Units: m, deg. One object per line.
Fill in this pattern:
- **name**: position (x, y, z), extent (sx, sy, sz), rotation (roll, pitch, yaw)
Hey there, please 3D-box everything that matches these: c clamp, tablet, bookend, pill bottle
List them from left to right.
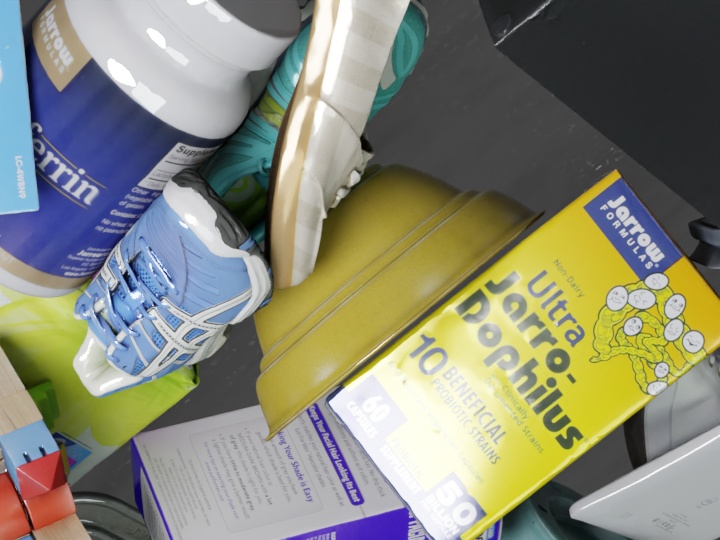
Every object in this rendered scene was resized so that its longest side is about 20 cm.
- **c clamp**: position (-0.168, 0.224, 1.406), extent (0.171, 0.027, 0.200), rotation (-36, 126, 21)
- **pill bottle**: position (-0.128, -0.088, 1.094), extent (0.116, 0.116, 0.200), rotation (32, 119, -29)
- **bookend**: position (0.138, -0.147, 1.037), extent (0.092, 0.199, 0.200), rotation (-38, 130, 23)
- **tablet**: position (0.220, 0.138, 1.339), extent (0.130, 0.014, 0.200), rotation (-31, 155, 17)

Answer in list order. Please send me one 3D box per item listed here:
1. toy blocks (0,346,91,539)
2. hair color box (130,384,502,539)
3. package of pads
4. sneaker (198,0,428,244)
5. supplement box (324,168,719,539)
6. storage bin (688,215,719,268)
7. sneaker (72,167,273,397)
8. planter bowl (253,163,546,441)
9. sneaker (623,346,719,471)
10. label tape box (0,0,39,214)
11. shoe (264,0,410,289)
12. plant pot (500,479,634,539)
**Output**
- **toy blocks**: position (-0.185, 0.137, 1.153), extent (0.100, 0.137, 0.200), rotation (-22, 134, -18)
- **hair color box**: position (-0.026, 0.131, 1.265), extent (0.199, 0.109, 0.065), rotation (-13, 133, -15)
- **package of pads**: position (-0.207, 0.038, 1.219), extent (0.154, 0.068, 0.200), rotation (-39, 125, 23)
- **sneaker**: position (-0.030, -0.071, 1.145), extent (0.077, 0.080, 0.200), rotation (26, 121, -26)
- **supplement box**: position (0.094, 0.049, 1.162), extent (0.200, 0.110, 0.109), rotation (-39, 86, 5)
- **storage bin**: position (0.269, -0.085, 1.144), extent (0.199, 0.146, 0.135), rotation (-9, 94, 0)
- **sneaker**: position (-0.101, 0.016, 1.099), extent (0.077, 0.076, 0.200), rotation (-34, 167, -24)
- **planter bowl**: position (0.000, 0.000, 1.176), extent (0.200, 0.200, 0.084), rotation (-40, 89, 23)
- **sneaker**: position (0.202, 0.056, 1.295), extent (0.084, 0.073, 0.200), rotation (-15, 140, -3)
- **label tape box**: position (-0.262, -0.085, 1.061), extent (0.199, 0.066, 0.144), rotation (-6, 86, -4)
- **shoe**: position (-0.010, -0.081, 1.065), extent (0.053, 0.070, 0.201), rotation (11, 108, -6)
- **plant pot**: position (0.099, 0.242, 1.362), extent (0.200, 0.200, 0.188), rotation (31, 106, -29)
